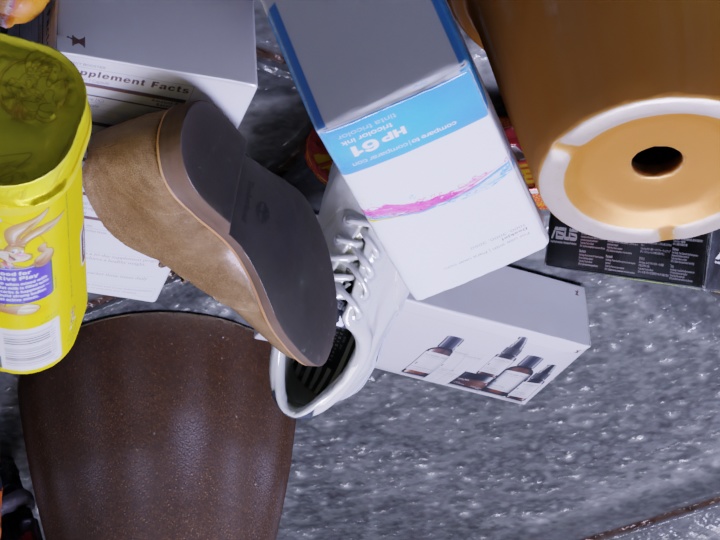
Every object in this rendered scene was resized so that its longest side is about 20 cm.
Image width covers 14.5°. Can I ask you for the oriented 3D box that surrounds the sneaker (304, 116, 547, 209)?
[{"bbox_3d":[0.067,-0.058,1.632,0.199,0.073,0.077,4,164,-1],"label":"sneaker"}]

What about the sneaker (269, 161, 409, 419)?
[{"bbox_3d":[0.000,0.000,1.578,0.073,0.071,0.200,20,121,9],"label":"sneaker"}]

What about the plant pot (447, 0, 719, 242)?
[{"bbox_3d":[0.143,-0.123,1.438,0.200,0.184,0.200,-3,146,-2],"label":"plant pot"}]

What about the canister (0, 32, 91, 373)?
[{"bbox_3d":[-0.209,-0.035,1.418,0.148,0.087,0.200,14,150,4],"label":"canister"}]

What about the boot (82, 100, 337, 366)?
[{"bbox_3d":[-0.075,-0.017,1.488,0.075,0.074,0.200,-8,141,27],"label":"boot"}]

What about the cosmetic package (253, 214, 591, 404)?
[{"bbox_3d":[0.038,0.027,1.769,0.200,0.051,0.083,14,141,-25],"label":"cosmetic package"}]

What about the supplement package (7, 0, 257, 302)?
[{"bbox_3d":[-0.135,-0.089,1.521,0.109,0.114,0.200,9,144,-17],"label":"supplement package"}]

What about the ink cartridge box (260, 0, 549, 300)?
[{"bbox_3d":[0.017,-0.095,1.428,0.085,0.145,0.200,-25,151,5],"label":"ink cartridge box"}]

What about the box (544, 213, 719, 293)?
[{"bbox_3d":[0.235,-0.006,1.639,0.193,0.048,0.200,8,-179,-22],"label":"box"}]

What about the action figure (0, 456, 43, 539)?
[{"bbox_3d":[-0.258,0.165,1.840,0.104,0.200,0.194,-10,118,-11],"label":"action figure"}]

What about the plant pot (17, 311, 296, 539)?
[{"bbox_3d":[-0.128,0.160,1.814,0.186,0.200,0.187,-3,146,-2],"label":"plant pot"}]

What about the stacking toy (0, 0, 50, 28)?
[{"bbox_3d":[-0.251,-0.156,1.400,0.200,0.116,0.110,11,142,-16],"label":"stacking toy"}]
